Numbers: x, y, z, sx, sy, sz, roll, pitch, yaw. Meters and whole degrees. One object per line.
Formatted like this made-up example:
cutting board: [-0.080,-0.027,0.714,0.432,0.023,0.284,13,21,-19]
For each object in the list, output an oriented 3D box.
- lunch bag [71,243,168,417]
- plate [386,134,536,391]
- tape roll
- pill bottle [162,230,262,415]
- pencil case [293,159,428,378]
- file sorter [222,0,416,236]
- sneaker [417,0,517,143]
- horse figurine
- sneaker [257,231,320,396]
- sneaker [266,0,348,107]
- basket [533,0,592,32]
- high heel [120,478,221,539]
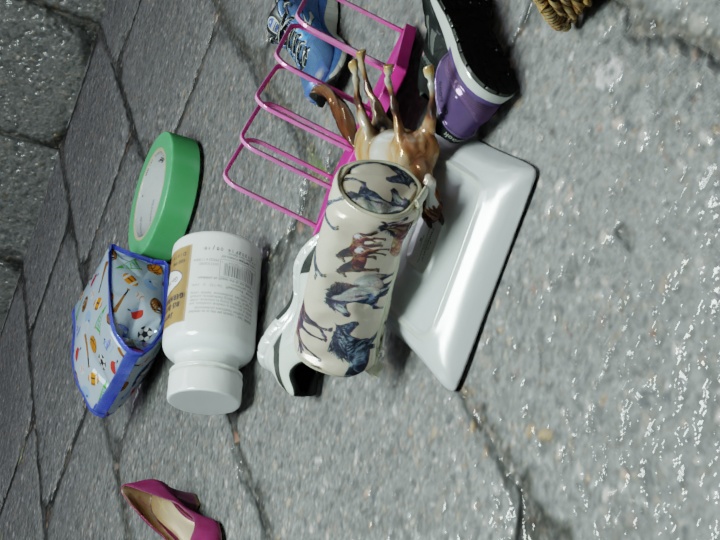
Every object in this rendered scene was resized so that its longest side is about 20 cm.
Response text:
lunch bag: [-0.360,0.098,1.868,0.171,0.122,0.202,-55,30,37]
plate: [0.068,-0.022,1.105,0.200,0.032,0.202,43,117,64]
tape roll: [-0.310,-0.114,1.952,0.200,0.048,0.203,-44,38,51]
pill bottle: [-0.182,0.065,1.504,0.114,0.113,0.203,-38,44,54]
pencil case: [0.000,0.000,1.088,0.078,0.088,0.202,-69,-5,-53]
file sorter: [-0.044,-0.167,1.272,0.139,0.124,0.202,-76,12,-62]
sneaker: [0.075,-0.203,1.130,0.088,0.075,0.202,-50,35,38]
horse figurine: [0.025,-0.126,1.125,0.199,0.049,0.134,27,130,57]
sneaker: [-0.038,0.044,1.277,0.080,0.073,0.202,52,130,41]
sneaker: [-0.071,-0.271,1.480,0.079,0.088,0.202,-58,30,36]
basket: [0.141,-0.317,0.973,0.149,0.141,0.203,-42,40,50]
high heel: [-0.230,0.312,1.494,0.200,0.095,0.068,27,101,66]
